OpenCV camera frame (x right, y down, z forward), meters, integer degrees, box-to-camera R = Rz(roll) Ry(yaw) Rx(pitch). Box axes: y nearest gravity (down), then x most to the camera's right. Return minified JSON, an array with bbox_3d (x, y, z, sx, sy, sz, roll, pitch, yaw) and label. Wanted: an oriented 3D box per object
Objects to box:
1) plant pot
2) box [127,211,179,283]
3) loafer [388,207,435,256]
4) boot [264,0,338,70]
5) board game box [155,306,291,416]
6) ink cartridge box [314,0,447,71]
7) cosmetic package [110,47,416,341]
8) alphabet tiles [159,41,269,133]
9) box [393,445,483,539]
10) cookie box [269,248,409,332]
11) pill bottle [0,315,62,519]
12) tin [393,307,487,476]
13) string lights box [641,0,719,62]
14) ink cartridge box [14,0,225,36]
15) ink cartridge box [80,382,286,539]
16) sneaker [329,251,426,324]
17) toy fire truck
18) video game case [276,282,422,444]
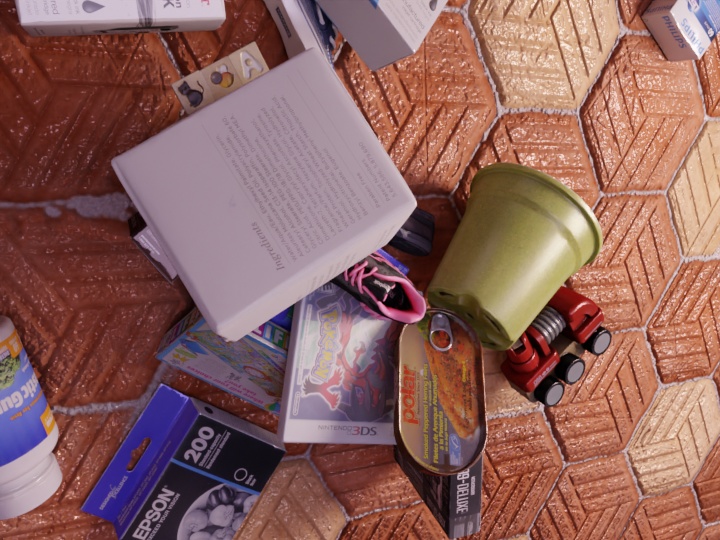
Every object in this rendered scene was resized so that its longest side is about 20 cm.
[{"bbox_3d":[0.187,-0.005,0.791,0.201,0.199,0.185,47,70,-26],"label":"plant pot"},{"bbox_3d":[-0.169,-0.085,0.687,0.199,0.100,0.075,-40,116,-10],"label":"box"},{"bbox_3d":[0.026,-0.085,0.801,0.199,0.071,0.064,29,72,-33],"label":"loafer"},{"bbox_3d":[-0.046,-0.290,0.703,0.090,0.073,0.202,-32,113,-19],"label":"boot"},{"bbox_3d":[-0.137,0.113,0.746,0.199,0.035,0.134,34,132,-27],"label":"board game box"},{"bbox_3d":[0.039,-0.362,0.681,0.145,0.083,0.202,42,67,-29],"label":"ink cartridge box"},{"bbox_3d":[-0.084,-0.057,0.550,0.199,0.165,0.166,-32,86,-12],"label":"cosmetic package"},{"bbox_3d":[-0.109,-0.130,0.644,0.165,0.006,0.202,-32,113,-12],"label":"alphabet tiles"},{"bbox_3d":[0.103,0.246,0.839,0.049,0.200,0.160,-7,106,-18],"label":"box"},{"bbox_3d":[-0.063,0.011,0.773,0.199,0.075,0.172,33,89,-27],"label":"cookie box"},{"bbox_3d":[-0.401,0.162,0.644,0.111,0.112,0.203,-19,111,-18],"label":"pill bottle"},{"bbox_3d":[0.094,0.145,0.723,0.110,0.042,0.203,10,62,-14],"label":"tin"},{"bbox_3d":[0.542,-0.443,0.930,0.102,0.059,0.201,38,87,-27],"label":"string lights box"},{"bbox_3d":[-0.247,-0.322,0.599,0.197,0.083,0.149,-11,107,-20],"label":"ink cartridge box"},{"bbox_3d":[-0.230,0.279,0.790,0.199,0.043,0.200,33,90,-26],"label":"ink cartridge box"},{"bbox_3d":[0.000,0.000,0.670,0.199,0.095,0.080,34,91,-25],"label":"sneaker"},{"bbox_3d":[0.274,0.080,0.930,0.176,0.128,0.201,-43,126,-8],"label":"toy fire truck"},{"bbox_3d":[-0.007,0.112,0.738,0.180,0.023,0.203,11,83,-32],"label":"video game case"}]
